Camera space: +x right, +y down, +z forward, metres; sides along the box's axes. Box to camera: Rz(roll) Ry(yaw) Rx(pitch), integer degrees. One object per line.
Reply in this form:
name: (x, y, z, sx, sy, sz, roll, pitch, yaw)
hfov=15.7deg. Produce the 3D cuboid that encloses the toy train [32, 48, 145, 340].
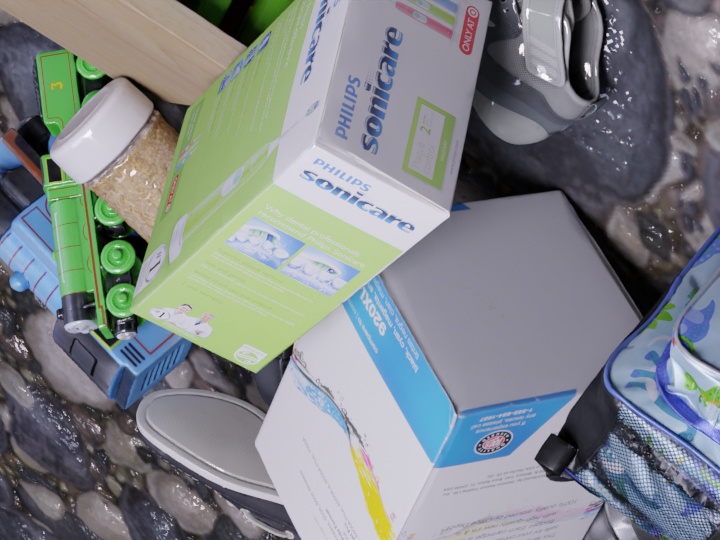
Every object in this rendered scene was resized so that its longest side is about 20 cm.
toy train: (-0.174, -0.050, 1.656, 0.042, 0.056, 0.201, 74, -173, -73)

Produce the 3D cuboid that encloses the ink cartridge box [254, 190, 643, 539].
ink cartridge box: (0.053, 0.080, 1.474, 0.145, 0.147, 0.200, 60, 144, 32)

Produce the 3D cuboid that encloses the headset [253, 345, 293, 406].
headset: (0.000, 0.000, 1.544, 0.094, 0.123, 0.201, 22, 114, 32)

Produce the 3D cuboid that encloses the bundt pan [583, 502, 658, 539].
bundt pan: (0.206, 0.182, 1.506, 0.202, 0.076, 0.202, 27, 135, 30)

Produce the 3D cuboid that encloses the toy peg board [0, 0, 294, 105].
toy peg board: (-0.132, -0.181, 1.513, 0.200, 0.098, 0.199, 32, 170, -32)

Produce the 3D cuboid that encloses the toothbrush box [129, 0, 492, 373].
toothbrush box: (-0.027, -0.059, 1.375, 0.086, 0.146, 0.200, 26, 142, -19)

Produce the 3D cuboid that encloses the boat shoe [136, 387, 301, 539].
boat shoe: (-0.057, 0.138, 1.712, 0.200, 0.074, 0.060, 19, 134, -3)

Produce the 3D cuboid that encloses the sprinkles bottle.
sprinkles bottle: (-0.099, -0.030, 1.619, 0.200, 0.068, 0.068, 43, 145, -15)

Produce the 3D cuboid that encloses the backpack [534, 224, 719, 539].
backpack: (0.227, 0.078, 1.311, 0.200, 0.183, 0.147, 39, 142, 8)

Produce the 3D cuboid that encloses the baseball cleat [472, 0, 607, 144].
baseball cleat: (0.062, -0.163, 1.394, 0.106, 0.070, 0.200, -24, 111, 45)

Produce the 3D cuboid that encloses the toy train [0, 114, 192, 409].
toy train: (-0.174, -0.011, 1.704, 0.200, 0.114, 0.087, 46, 154, 8)
